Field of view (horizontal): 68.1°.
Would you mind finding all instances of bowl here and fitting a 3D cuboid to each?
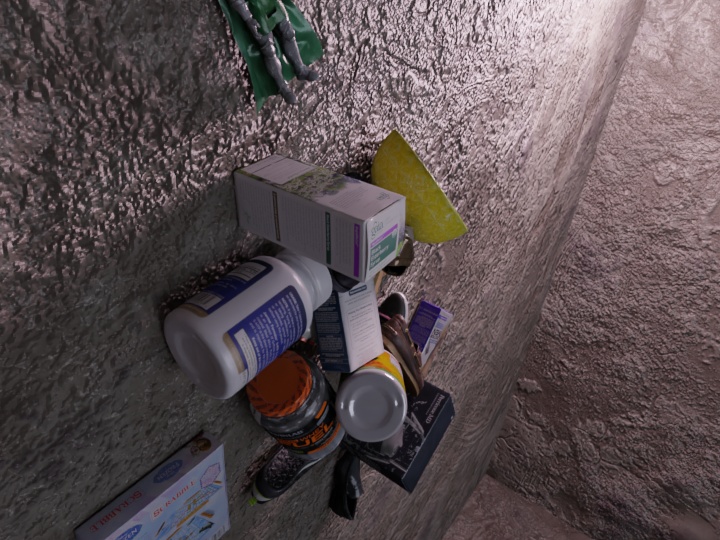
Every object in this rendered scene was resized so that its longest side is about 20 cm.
[{"bbox_3d":[0.073,-0.114,0.862,0.107,0.201,0.200,-36,153,9],"label":"bowl"}]

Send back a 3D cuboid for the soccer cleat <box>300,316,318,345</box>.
[{"bbox_3d":[-0.050,0.094,0.898,0.200,0.069,0.078,36,76,-59],"label":"soccer cleat"}]

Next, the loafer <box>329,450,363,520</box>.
[{"bbox_3d":[-0.022,0.499,1.252,0.068,0.070,0.203,-23,131,-52],"label":"loafer"}]

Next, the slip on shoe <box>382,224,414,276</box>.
[{"bbox_3d":[0.052,-0.020,0.837,0.200,0.075,0.062,98,-2,-80],"label":"slip on shoe"}]

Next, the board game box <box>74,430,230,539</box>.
[{"bbox_3d":[-0.272,0.358,0.737,0.199,0.041,0.202,-33,138,-46],"label":"board game box"}]

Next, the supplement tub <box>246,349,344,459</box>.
[{"bbox_3d":[-0.099,0.212,0.841,0.123,0.121,0.201,-54,150,-21],"label":"supplement tub"}]

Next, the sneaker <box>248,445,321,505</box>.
[{"bbox_3d":[-0.132,0.353,0.976,0.199,0.072,0.083,-25,156,-50],"label":"sneaker"}]

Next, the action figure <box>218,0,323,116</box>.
[{"bbox_3d":[-0.102,-0.271,0.544,0.119,0.054,0.201,-52,145,-18],"label":"action figure"}]

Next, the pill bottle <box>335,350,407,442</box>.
[{"bbox_3d":[0.018,0.193,0.889,0.200,0.110,0.112,-79,-170,-83],"label":"pill bottle"}]

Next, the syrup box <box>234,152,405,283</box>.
[{"bbox_3d":[-0.051,-0.068,0.627,0.079,0.198,0.082,-37,141,-42],"label":"syrup box"}]

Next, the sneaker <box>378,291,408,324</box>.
[{"bbox_3d":[0.029,0.133,1.057,0.202,0.070,0.099,-62,157,2],"label":"sneaker"}]

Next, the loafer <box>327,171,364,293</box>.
[{"bbox_3d":[-0.005,-0.064,0.764,0.072,0.063,0.202,33,49,-37],"label":"loafer"}]

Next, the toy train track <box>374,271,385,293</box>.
[{"bbox_3d":[0.045,-0.015,1.017,0.200,0.032,0.116,4,105,-69],"label":"toy train track"}]

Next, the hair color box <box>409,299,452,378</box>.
[{"bbox_3d":[0.152,0.183,1.321,0.202,0.064,0.109,-65,153,1],"label":"hair color box"}]

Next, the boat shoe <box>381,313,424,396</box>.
[{"bbox_3d":[0.090,0.169,1.043,0.070,0.070,0.201,-44,135,-21],"label":"boat shoe"}]

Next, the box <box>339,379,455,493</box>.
[{"bbox_3d":[0.069,0.324,1.142,0.201,0.195,0.124,-54,150,-21],"label":"box"}]

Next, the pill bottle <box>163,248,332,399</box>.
[{"bbox_3d":[-0.130,0.053,0.668,0.200,0.119,0.121,-39,142,-40],"label":"pill bottle"}]

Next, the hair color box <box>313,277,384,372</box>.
[{"bbox_3d":[-0.025,0.045,0.828,0.100,0.060,0.203,-18,102,-55],"label":"hair color box"}]
